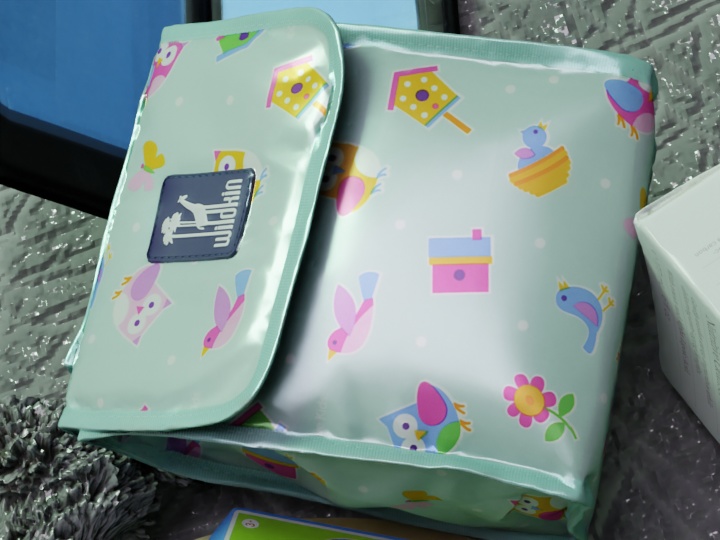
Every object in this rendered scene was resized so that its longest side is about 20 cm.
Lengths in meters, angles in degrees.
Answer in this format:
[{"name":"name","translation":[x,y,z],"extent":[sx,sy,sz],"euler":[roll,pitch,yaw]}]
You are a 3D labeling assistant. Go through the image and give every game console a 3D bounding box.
[{"name":"game console","translation":[-0.057,-0.118,1.132],"extent":[0.175,0.116,0.201],"euler":[-11,62,14]}]

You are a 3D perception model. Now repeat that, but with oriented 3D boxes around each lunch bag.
[{"name":"lunch bag","translation":[0.000,0.000,1.023],"extent":[0.199,0.122,0.171],"euler":[11,75,7]}]

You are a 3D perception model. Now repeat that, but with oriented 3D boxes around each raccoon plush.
[{"name":"raccoon plush","translation":[-0.106,0.117,1.051],"extent":[0.199,0.097,0.135],"euler":[-15,68,11]}]

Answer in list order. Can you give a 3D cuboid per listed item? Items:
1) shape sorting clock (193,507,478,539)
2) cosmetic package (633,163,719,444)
[{"name":"shape sorting clock","translation":[-0.001,0.143,0.970],"extent":[0.199,0.039,0.200],"euler":[6,27,-3]},{"name":"cosmetic package","translation":[0.185,0.057,0.960],"extent":[0.081,0.113,0.200],"euler":[-31,56,-7]}]
